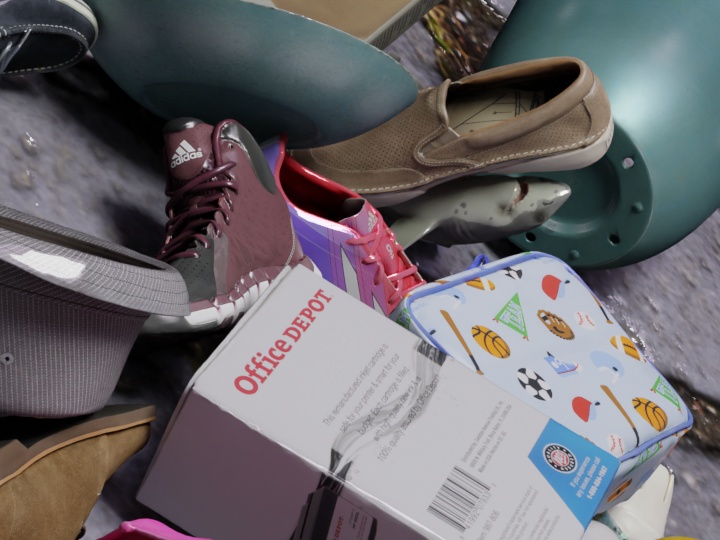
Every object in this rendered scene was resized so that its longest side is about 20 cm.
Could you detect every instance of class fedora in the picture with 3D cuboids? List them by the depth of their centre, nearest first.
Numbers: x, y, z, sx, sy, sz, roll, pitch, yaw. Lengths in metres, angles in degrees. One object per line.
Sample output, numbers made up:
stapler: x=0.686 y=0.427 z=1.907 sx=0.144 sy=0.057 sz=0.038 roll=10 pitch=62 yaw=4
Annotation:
fedora: x=-0.182 y=0.013 z=1.194 sx=0.199 sy=0.091 sz=0.177 roll=19 pitch=2 yaw=-12

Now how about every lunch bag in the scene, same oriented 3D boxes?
lunch bag: x=0.090 y=0.065 z=1.461 sx=0.160 sy=0.076 sz=0.200 roll=48 pitch=29 yaw=16

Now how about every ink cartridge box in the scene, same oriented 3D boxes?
ink cartridge box: x=0.010 y=0.103 z=1.295 sx=0.200 sy=0.084 sz=0.145 roll=32 pitch=32 yaw=5

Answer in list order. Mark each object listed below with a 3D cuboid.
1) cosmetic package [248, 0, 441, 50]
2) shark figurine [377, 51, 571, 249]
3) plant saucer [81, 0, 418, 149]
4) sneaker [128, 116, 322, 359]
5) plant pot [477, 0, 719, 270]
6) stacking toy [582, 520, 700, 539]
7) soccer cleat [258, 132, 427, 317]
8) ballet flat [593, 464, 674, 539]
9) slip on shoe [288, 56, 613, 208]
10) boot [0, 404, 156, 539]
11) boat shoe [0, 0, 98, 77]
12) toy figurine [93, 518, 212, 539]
cosmetic package: x=0.015 y=-0.187 z=1.601 sx=0.071 sy=0.200 sz=0.105 roll=49 pitch=-6 yaw=2
shark figurine: x=0.033 y=-0.058 z=1.642 sx=0.215 sy=0.128 sz=0.090 roll=48 pitch=-2 yaw=39
plant saucer: x=-0.068 y=-0.104 z=1.466 sx=0.201 sy=0.201 sz=0.039 roll=23 pitch=73 yaw=-37
sneaker: x=-0.095 y=-0.022 z=1.372 sx=0.200 sy=0.075 sz=0.116 roll=-18 pitch=91 yaw=-68
plant pot: x=0.159 y=-0.094 z=1.719 sx=0.201 sy=0.201 sz=0.161 roll=45 pitch=39 yaw=-4
stacking toy: x=0.186 y=0.201 z=1.477 sx=0.200 sy=0.146 sz=0.146 roll=26 pitch=32 yaw=-6
soccer cleat: x=0.000 y=0.000 z=1.501 sx=0.200 sy=0.073 sz=0.068 roll=37 pitch=30 yaw=-18
ballet flat: x=0.155 y=0.119 z=1.571 sx=0.074 sy=0.074 sz=0.200 roll=28 pitch=34 yaw=-31
slip on shoe: x=0.050 y=-0.087 z=1.556 sx=0.061 sy=0.199 sz=0.076 roll=68 pitch=22 yaw=-52
boot: x=-0.152 y=0.106 z=1.200 sx=0.200 sy=0.073 sz=0.076 roll=-25 pitch=104 yaw=-65
boat shoe: x=-0.214 y=-0.114 z=1.360 sx=0.200 sy=0.075 sz=0.062 roll=-4 pitch=64 yaw=-52
toy figurine: x=-0.100 y=0.190 z=1.098 sx=0.199 sy=0.150 sz=0.184 roll=1 pitch=41 yaw=-21
